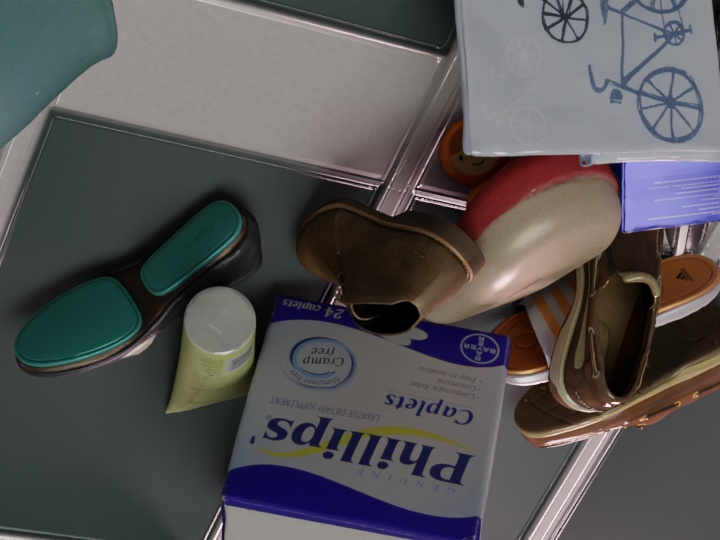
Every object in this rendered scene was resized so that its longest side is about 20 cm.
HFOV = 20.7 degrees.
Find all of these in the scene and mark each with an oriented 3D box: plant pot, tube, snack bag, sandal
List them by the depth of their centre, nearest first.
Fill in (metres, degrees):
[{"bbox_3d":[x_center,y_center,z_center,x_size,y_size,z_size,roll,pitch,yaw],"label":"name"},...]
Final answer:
[{"bbox_3d":[-0.256,-0.155,1.180,0.187,0.200,0.201,-28,132,-16],"label":"plant pot"},{"bbox_3d":[0.151,-0.163,1.336,0.199,0.021,0.190,-3,84,-17],"label":"snack bag"},{"bbox_3d":[-0.107,0.068,1.447,0.058,0.052,0.200,26,159,5],"label":"tube"},{"bbox_3d":[0.184,0.018,1.532,0.206,0.079,0.059,-24,130,-11],"label":"sandal"}]

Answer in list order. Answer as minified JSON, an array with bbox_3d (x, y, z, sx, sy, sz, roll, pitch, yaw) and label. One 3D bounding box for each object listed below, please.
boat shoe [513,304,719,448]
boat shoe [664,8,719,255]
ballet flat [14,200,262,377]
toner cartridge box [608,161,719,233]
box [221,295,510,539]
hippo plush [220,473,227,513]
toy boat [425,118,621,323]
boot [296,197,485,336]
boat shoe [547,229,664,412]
[{"bbox_3d":[0.224,0.101,1.607,0.199,0.072,0.068,-24,129,-3],"label":"boat shoe"},{"bbox_3d":[0.260,-0.099,1.461,0.060,0.076,0.201,-5,129,-7],"label":"boat shoe"},{"bbox_3d":[-0.154,0.025,1.425,0.199,0.073,0.073,-34,130,0],"label":"ballet flat"},{"bbox_3d":[0.277,-0.088,1.408,0.199,0.043,0.096,-6,118,-7],"label":"toner cartridge box"},{"bbox_3d":[0.006,0.136,1.436,0.183,0.201,0.105,10,137,4],"label":"box"},{"bbox_3d":[-0.048,0.229,1.553,0.159,0.200,0.161,-49,120,-6],"label":"hippo plush"},{"bbox_3d":[0.098,-0.050,1.419,0.130,0.131,0.200,-19,172,-25],"label":"toy boat"},{"bbox_3d":[0.000,0.000,1.379,0.074,0.200,0.076,48,70,-24],"label":"boot"},{"bbox_3d":[0.199,0.006,1.459,0.074,0.075,0.204,13,83,-24],"label":"boat shoe"}]
